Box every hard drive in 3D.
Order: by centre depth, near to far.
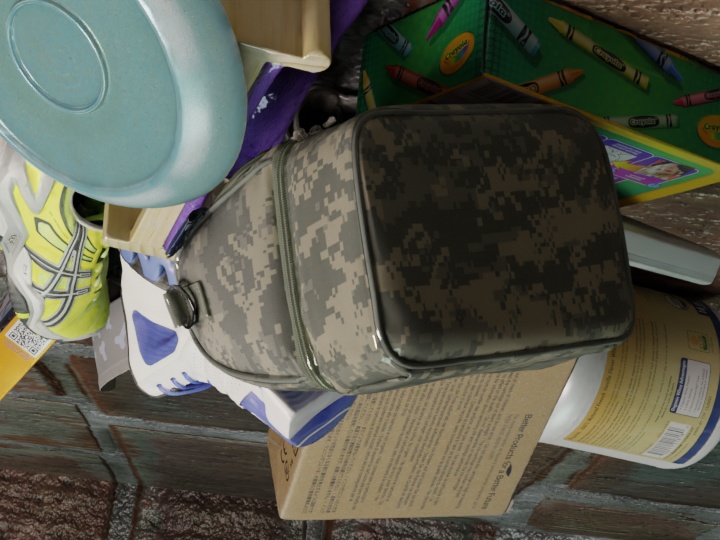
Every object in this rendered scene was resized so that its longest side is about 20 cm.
[{"bbox_3d":[0.140,-0.032,1.135,0.131,0.026,0.199,24,-174,31],"label":"hard drive"}]

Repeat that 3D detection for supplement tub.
[{"bbox_3d":[0.194,0.077,1.436,0.198,0.146,0.144,14,163,-26],"label":"supplement tub"}]

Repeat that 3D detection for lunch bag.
[{"bbox_3d":[0.018,-0.005,0.920,0.199,0.141,0.167,-6,171,-40],"label":"lunch bag"}]

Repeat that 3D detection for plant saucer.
[{"bbox_3d":[-0.145,-0.111,0.871,0.199,0.027,0.201,22,135,24],"label":"plant saucer"}]

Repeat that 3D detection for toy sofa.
[{"bbox_3d":[-0.066,-0.086,0.939,0.097,0.083,0.200,13,143,-19],"label":"toy sofa"}]

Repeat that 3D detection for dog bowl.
[{"bbox_3d":[-0.132,0.036,1.443,0.198,0.059,0.200,-22,174,-2],"label":"dog bowl"}]

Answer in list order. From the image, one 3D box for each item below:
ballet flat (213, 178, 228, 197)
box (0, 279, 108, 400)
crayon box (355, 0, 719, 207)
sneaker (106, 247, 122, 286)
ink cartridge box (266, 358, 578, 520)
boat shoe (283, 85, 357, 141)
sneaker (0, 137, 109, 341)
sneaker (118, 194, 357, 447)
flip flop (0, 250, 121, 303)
[{"bbox_3d":[-0.115,-0.077,1.133,0.199,0.070,0.069,27,-177,44],"label":"ballet flat"},{"bbox_3d":[-0.250,0.031,1.340,0.041,0.119,0.200,39,119,-16],"label":"box"},{"bbox_3d":[0.112,-0.094,1.002,0.199,0.059,0.118,16,163,-32],"label":"crayon box"},{"bbox_3d":[-0.170,-0.051,1.240,0.198,0.077,0.114,22,-147,34],"label":"sneaker"},{"bbox_3d":[0.038,0.074,1.123,0.163,0.076,0.201,1,137,-17],"label":"ink cartridge box"},{"bbox_3d":[-0.024,-0.082,1.098,0.199,0.072,0.066,11,141,57],"label":"boat shoe"},{"bbox_3d":[-0.184,-0.017,1.112,0.076,0.076,0.201,0,148,8],"label":"sneaker"},{"bbox_3d":[-0.080,0.040,1.044,0.080,0.199,0.116,-25,145,-33],"label":"sneaker"},{"bbox_3d":[-0.264,-0.021,1.426,0.198,0.082,0.058,4,-168,-1],"label":"flip flop"}]
